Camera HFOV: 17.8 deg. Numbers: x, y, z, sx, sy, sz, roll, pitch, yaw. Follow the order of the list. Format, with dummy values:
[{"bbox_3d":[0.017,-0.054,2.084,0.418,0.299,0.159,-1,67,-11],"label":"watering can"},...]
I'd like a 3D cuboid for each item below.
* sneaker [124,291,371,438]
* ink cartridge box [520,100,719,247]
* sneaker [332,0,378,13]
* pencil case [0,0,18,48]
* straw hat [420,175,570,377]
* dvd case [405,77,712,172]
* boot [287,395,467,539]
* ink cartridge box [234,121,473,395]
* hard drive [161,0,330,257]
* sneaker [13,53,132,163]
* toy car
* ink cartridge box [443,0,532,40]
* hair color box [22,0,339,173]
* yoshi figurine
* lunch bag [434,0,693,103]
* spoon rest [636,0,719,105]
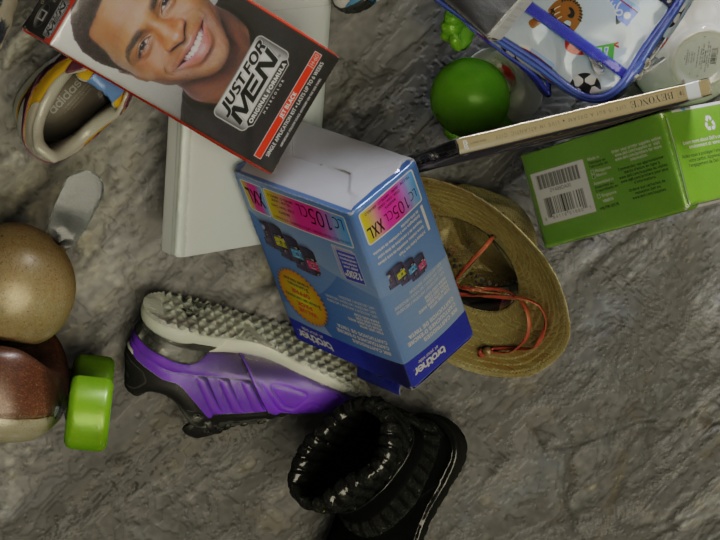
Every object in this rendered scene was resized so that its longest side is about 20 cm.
[{"bbox_3d":[-0.094,0.090,1.794,0.200,0.070,0.100,19,111,-17],"label":"sneaker"},{"bbox_3d":[0.245,-0.082,1.755,0.200,0.148,0.076,-15,90,-44],"label":"ink cartridge box"},{"bbox_3d":[0.023,-0.285,1.694,0.087,0.075,0.200,32,103,3],"label":"sneaker"},{"bbox_3d":[-0.270,-0.232,1.620,0.078,0.089,0.200,5,111,-47],"label":"pencil case"},{"bbox_3d":[0.090,-0.017,1.787,0.085,0.201,0.201,-52,122,-39],"label":"straw hat"},{"bbox_3d":[0.135,-0.101,1.665,0.200,0.149,0.016,-15,90,-19],"label":"dvd case"},{"bbox_3d":[-0.007,0.195,1.803,0.158,0.079,0.211,13,102,-65],"label":"boot"},{"bbox_3d":[0.000,0.000,1.719,0.076,0.136,0.200,-41,130,-25],"label":"ink cartridge box"},{"bbox_3d":[-0.085,-0.116,1.714,0.132,0.026,0.200,-11,114,-38],"label":"hard drive"},{"bbox_3d":[-0.173,-0.160,1.663,0.075,0.090,0.200,33,98,-23],"label":"sneaker"},{"bbox_3d":[-0.256,0.018,1.681,0.164,0.158,0.200,7,98,-7],"label":"toy car"},{"bbox_3d":[0.082,-0.298,1.601,0.198,0.047,0.200,41,104,8],"label":"ink cartridge box"},{"bbox_3d":[-0.124,-0.159,1.610,0.200,0.061,0.102,29,92,-32],"label":"hair color box"},{"bbox_3d":[0.120,-0.170,1.725,0.112,0.112,0.200,21,112,-31],"label":"yoshi figurine"},{"bbox_3d":[0.144,-0.215,1.652,0.200,0.076,0.160,36,98,6],"label":"lunch bag"},{"bbox_3d":[0.266,-0.219,1.789,0.099,0.061,0.200,-1,123,-14],"label":"spoon rest"}]
